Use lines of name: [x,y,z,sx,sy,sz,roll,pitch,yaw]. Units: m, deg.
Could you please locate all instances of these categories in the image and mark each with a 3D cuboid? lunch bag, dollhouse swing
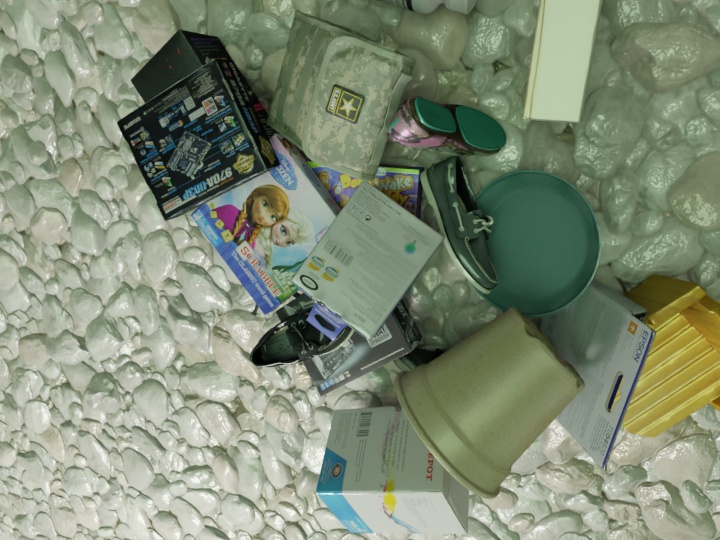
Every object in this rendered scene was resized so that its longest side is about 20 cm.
lunch bag: [-0.025,-0.232,0.755,0.200,0.117,0.165,41,121,40]
dollhouse swing: [0.406,0.140,0.737,0.176,0.182,0.200,-43,90,7]

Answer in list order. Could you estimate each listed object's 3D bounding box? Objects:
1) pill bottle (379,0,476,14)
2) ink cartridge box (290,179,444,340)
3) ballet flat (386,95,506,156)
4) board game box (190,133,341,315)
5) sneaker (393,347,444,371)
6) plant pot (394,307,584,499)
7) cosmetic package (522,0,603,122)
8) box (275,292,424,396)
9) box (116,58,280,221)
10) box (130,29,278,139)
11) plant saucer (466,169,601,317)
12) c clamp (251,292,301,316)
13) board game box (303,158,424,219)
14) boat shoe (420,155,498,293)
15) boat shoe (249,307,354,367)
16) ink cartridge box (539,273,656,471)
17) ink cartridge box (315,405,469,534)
pill bottle: [0.057,-0.397,0.718,0.199,0.111,0.112,22,112,12]
ink cartridge box: [0.000,0.000,0.765,0.136,0.076,0.201,36,88,6]
ballet flat: [0.109,-0.181,0.741,0.071,0.199,0.070,-24,75,45]
board game box: [-0.130,-0.066,0.861,0.199,0.041,0.200,-37,91,22]
sneaker: [0.151,0.142,0.873,0.198,0.076,0.115,27,111,6]
plant pot: [0.177,0.155,0.739,0.183,0.200,0.201,-44,89,12]
cosmetic package: [0.251,-0.287,0.689,0.073,0.104,0.202,9,108,17]
box: [-0.021,0.085,0.873,0.199,0.050,0.158,-32,85,34]
box: [-0.233,-0.181,0.805,0.199,0.046,0.160,-21,99,24]
box: [-0.232,-0.244,0.870,0.122,0.106,0.201,-32,93,24]
plant saucer: [0.234,-0.037,0.781,0.199,0.036,0.202,6,99,38]
c clamp: [-0.074,0.036,0.948,0.199,0.027,0.172,23,107,13]
board game box: [-0.008,-0.096,0.863,0.198,0.045,0.136,7,106,15]
boat shoe: [0.148,-0.067,0.778,0.062,0.073,0.201,-32,70,30]
boat shoe: [-0.095,0.103,0.854,0.198,0.066,0.075,-19,90,34]
ink cartridge box: [0.306,0.121,0.750,0.040,0.200,0.201,4,112,-16]
ink cartridge box: [0.060,0.314,0.891,0.199,0.147,0.147,-9,131,22]
